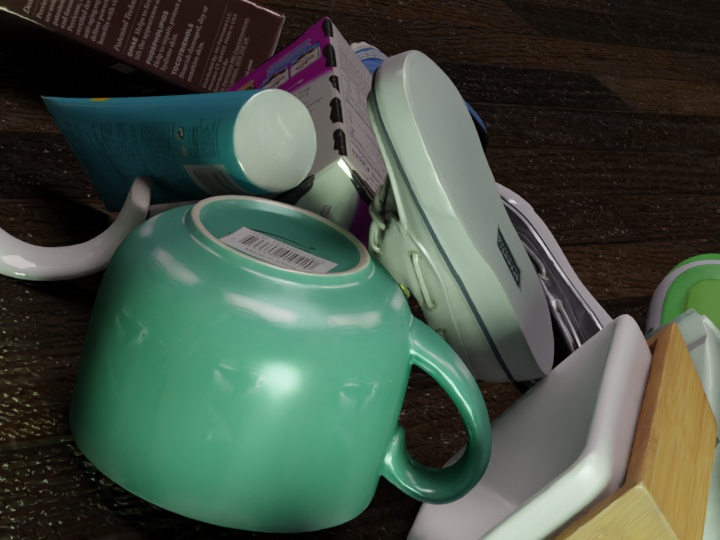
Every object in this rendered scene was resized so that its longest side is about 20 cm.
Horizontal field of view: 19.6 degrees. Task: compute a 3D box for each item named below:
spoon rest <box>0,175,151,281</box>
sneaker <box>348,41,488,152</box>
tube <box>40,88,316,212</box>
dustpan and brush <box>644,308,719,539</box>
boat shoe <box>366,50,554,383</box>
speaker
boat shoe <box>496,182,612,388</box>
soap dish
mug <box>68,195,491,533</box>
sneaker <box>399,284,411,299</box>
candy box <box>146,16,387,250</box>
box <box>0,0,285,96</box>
[{"bbox_3d":[-0.209,-0.037,1.060,0.198,0.061,0.100,13,24,-7],"label":"spoon rest"},{"bbox_3d":[0.029,-0.103,1.444,0.089,0.079,0.199,39,24,25],"label":"sneaker"},{"bbox_3d":[-0.101,-0.063,1.092,0.050,0.078,0.199,-37,22,-32],"label":"tube"},{"bbox_3d":[0.160,0.140,1.085,0.057,0.139,0.202,25,45,-35],"label":"dustpan and brush"},{"bbox_3d":[0.036,-0.019,1.013,0.201,0.065,0.072,60,28,-42],"label":"boat shoe"},{"bbox_3d":[0.210,0.072,1.262,0.088,0.089,0.201,28,34,-5],"label":"speaker"},{"bbox_3d":[0.090,0.011,1.303,0.067,0.072,0.201,5,41,-49],"label":"boat shoe"},{"bbox_3d":[0.096,0.117,0.990,0.081,0.157,0.200,46,22,-5],"label":"soap dish"},{"bbox_3d":[-0.037,0.036,0.981,0.183,0.115,0.152,4,23,-30],"label":"mug"},{"bbox_3d":[0.000,0.000,1.152,0.076,0.105,0.200,38,22,-7],"label":"sneaker"},{"bbox_3d":[-0.050,-0.044,1.139,0.061,0.136,0.200,49,16,-23],"label":"candy box"},{"bbox_3d":[-0.158,-0.160,1.289,0.199,0.076,0.100,23,-7,-20],"label":"box"}]
